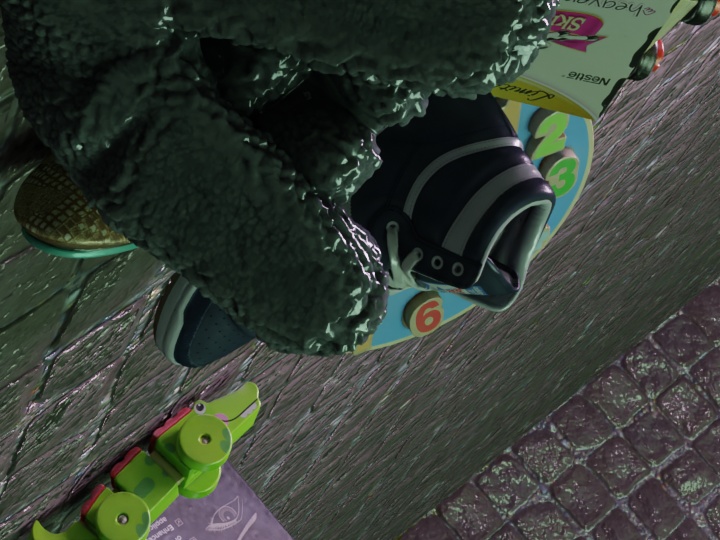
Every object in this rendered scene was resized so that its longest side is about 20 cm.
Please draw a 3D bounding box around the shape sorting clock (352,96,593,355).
[{"bbox_3d":[0.034,-0.025,1.134,0.199,0.039,0.201,-21,142,-17],"label":"shape sorting clock"}]

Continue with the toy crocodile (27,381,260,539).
[{"bbox_3d":[-0.145,0.146,1.528,0.200,0.062,0.068,-43,169,-22],"label":"toy crocodile"}]

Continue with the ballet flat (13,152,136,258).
[{"bbox_3d":[-0.086,-0.060,0.992,0.200,0.070,0.066,-32,147,-61],"label":"ballet flat"}]

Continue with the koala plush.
[{"bbox_3d":[-0.037,-0.099,0.841,0.178,0.183,0.200,-59,-175,17],"label":"koala plush"}]

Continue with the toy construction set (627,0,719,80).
[{"bbox_3d":[0.130,-0.173,1.139,0.091,0.132,0.200,0,157,-8],"label":"toy construction set"}]

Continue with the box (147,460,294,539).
[{"bbox_3d":[-0.131,0.275,1.663,0.196,0.200,0.118,-29,163,-46],"label":"box"}]

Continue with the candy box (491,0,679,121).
[{"bbox_3d":[0.084,-0.159,0.990,0.200,0.135,0.061,120,-23,-55],"label":"candy box"}]

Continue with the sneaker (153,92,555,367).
[{"bbox_3d":[0.000,0.000,1.012,0.200,0.109,0.070,-43,159,10],"label":"sneaker"}]
